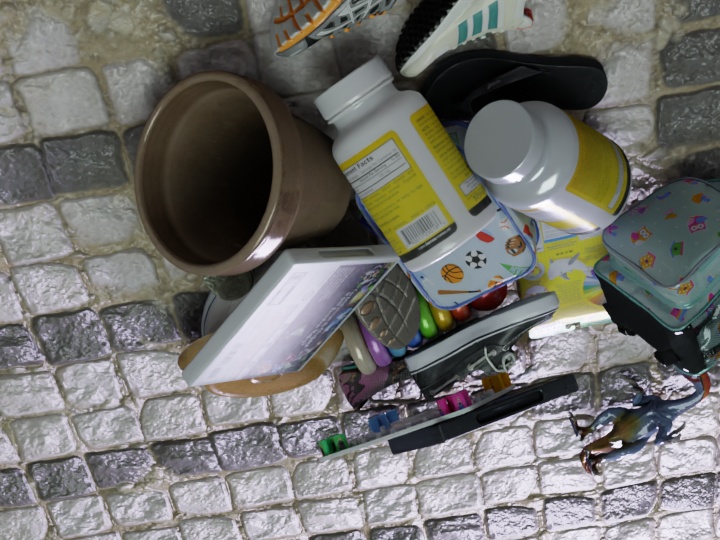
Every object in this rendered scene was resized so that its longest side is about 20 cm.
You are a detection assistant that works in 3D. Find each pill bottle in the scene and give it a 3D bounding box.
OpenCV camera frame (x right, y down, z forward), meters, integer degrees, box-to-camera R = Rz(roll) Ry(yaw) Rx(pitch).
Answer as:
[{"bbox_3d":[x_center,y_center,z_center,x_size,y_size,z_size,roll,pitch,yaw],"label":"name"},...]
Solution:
[{"bbox_3d":[0.041,-0.110,1.517,0.111,0.111,0.201,-31,95,22],"label":"pill bottle"},{"bbox_3d":[0.192,-0.110,1.562,0.112,0.113,0.199,-35,151,24],"label":"pill bottle"}]

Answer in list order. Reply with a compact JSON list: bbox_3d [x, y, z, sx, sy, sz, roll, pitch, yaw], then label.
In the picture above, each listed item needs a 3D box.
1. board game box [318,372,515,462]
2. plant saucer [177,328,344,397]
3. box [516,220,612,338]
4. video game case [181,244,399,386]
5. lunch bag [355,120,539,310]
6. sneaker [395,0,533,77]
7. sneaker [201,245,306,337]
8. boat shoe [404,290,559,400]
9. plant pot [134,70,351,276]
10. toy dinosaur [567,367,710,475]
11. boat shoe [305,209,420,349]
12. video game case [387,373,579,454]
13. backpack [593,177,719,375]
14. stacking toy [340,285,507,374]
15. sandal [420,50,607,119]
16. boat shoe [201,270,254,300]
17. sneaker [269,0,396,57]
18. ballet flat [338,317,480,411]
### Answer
[{"bbox_3d":[0.068,0.173,1.816,0.198,0.026,0.200,-21,176,22],"label":"board game box"},{"bbox_3d":[-0.114,0.109,1.771,0.198,0.036,0.201,-10,159,-4],"label":"plant saucer"},{"bbox_3d":[0.236,-0.006,1.754,0.116,0.049,0.201,-12,131,3],"label":"box"},{"bbox_3d":[-0.072,0.046,1.591,0.181,0.023,0.200,-4,142,-52],"label":"video game case"},{"bbox_3d":[0.091,-0.060,1.640,0.159,0.076,0.201,-25,115,26],"label":"lunch bag"},{"bbox_3d":[0.119,-0.250,1.490,0.093,0.071,0.200,30,121,-24],"label":"sneaker"},{"bbox_3d":[-0.125,0.035,1.728,0.072,0.071,0.201,19,128,-23],"label":"sneaker"},{"bbox_3d":[0.147,0.089,1.736,0.198,0.074,0.069,-28,89,15],"label":"boat shoe"},{"bbox_3d":[-0.100,-0.092,1.534,0.200,0.201,0.174,-42,153,29],"label":"plant pot"},{"bbox_3d":[0.363,0.181,1.954,0.180,0.106,0.200,-24,171,-2],"label":"toy dinosaur"},{"bbox_3d":[0.000,0.000,1.697,0.074,0.073,0.201,-36,113,-9],"label":"boat shoe"},{"bbox_3d":[0.142,0.173,1.809,0.179,0.026,0.200,-18,175,-19],"label":"video game case"},{"bbox_3d":[0.375,-0.013,1.669,0.199,0.176,0.154,-32,127,-13],"label":"backpack"},{"bbox_3d":[0.078,0.047,1.771,0.198,0.086,0.086,-23,133,5],"label":"stacking toy"},{"bbox_3d":[0.160,-0.189,1.572,0.198,0.043,0.077,-6,134,-2],"label":"sandal"},{"bbox_3d":[-0.173,-0.061,1.641,0.074,0.062,0.201,-20,117,15],"label":"boat shoe"},{"bbox_3d":[-0.008,-0.267,1.457,0.199,0.079,0.077,-36,137,26],"label":"sneaker"},{"bbox_3d":[0.070,0.121,1.830,0.198,0.069,0.072,-21,89,15],"label":"ballet flat"}]
